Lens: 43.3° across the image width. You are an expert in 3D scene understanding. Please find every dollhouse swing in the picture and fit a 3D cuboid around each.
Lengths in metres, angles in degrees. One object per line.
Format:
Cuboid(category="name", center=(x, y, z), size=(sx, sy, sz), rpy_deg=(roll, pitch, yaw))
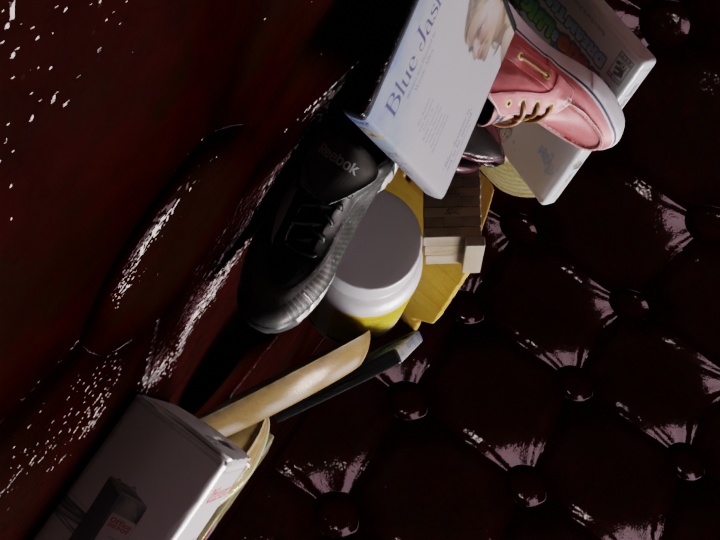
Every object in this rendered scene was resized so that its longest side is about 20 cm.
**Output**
Cuboid(category="dollhouse swing", center=(0.086, -0.081, 1.019), size=(0.175, 0.182, 0.201), rpy_deg=(-39, 166, -34))

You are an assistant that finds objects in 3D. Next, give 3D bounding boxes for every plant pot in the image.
Cuboid(category="plant pot", center=(-0.075, 0.112, 0.851), size=(0.198, 0.028, 0.200), rpy_deg=(-26, 177, -1))

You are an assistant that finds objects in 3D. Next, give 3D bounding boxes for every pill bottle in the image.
Cuboid(category="pill bottle", center=(0.000, 0.000, 0.890), size=(0.115, 0.114, 0.200), rpy_deg=(-54, 175, -16))

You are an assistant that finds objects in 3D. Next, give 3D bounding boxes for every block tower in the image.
Cuboid(category="block tower", center=(0.084, -0.100, 0.858), size=(0.054, 0.057, 0.203), rpy_deg=(83, 6, -64))

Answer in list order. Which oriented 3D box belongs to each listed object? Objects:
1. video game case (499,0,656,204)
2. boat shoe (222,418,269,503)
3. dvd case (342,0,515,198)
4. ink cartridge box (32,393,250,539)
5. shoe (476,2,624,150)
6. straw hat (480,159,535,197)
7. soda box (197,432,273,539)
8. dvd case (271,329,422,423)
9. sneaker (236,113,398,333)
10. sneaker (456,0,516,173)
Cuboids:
Cuboid(category="video game case", center=(0.167, -0.197, 0.866), size=(0.023, 0.201, 0.183), rpy_deg=(-14, 150, -34))
Cuboid(category="boat shoe", center=(-0.166, 0.217, 0.974), size=(0.201, 0.071, 0.077), rpy_deg=(-54, 163, -28))
Cuboid(category="dvd case", center=(0.054, -0.137, 0.594), size=(0.144, 0.017, 0.200), rpy_deg=(-66, 160, -1))
Cuboid(category="ink cartridge box", center=(-0.173, 0.196, 0.653), size=(0.201, 0.084, 0.146), rpy_deg=(-54, 175, -10))
Cuboid(category="shoe", center=(0.131, -0.144, 0.757), size=(0.071, 0.199, 0.092), rpy_deg=(-20, -144, 60))
Cuboid(category="straw hat", center=(0.152, -0.170, 1.038), size=(0.084, 0.202, 0.202), rpy_deg=(-23, 156, -35))
Cuboid(category="soda box", center=(-0.184, 0.259, 1.039), size=(0.201, 0.067, 0.064), rpy_deg=(-54, 175, -29))
Cuboid(category="dvd case", center=(-0.008, 0.109, 0.971), size=(0.141, 0.018, 0.200), rpy_deg=(-27, 177, 10))
Cuboid(category="sneaker", center=(-0.026, -0.050, 0.633), size=(0.201, 0.066, 0.091), rpy_deg=(-58, 174, -27))
Cuboid(category="sneaker", center=(0.104, -0.155, 0.822), size=(0.200, 0.116, 0.075), rpy_deg=(-48, -166, -31))
